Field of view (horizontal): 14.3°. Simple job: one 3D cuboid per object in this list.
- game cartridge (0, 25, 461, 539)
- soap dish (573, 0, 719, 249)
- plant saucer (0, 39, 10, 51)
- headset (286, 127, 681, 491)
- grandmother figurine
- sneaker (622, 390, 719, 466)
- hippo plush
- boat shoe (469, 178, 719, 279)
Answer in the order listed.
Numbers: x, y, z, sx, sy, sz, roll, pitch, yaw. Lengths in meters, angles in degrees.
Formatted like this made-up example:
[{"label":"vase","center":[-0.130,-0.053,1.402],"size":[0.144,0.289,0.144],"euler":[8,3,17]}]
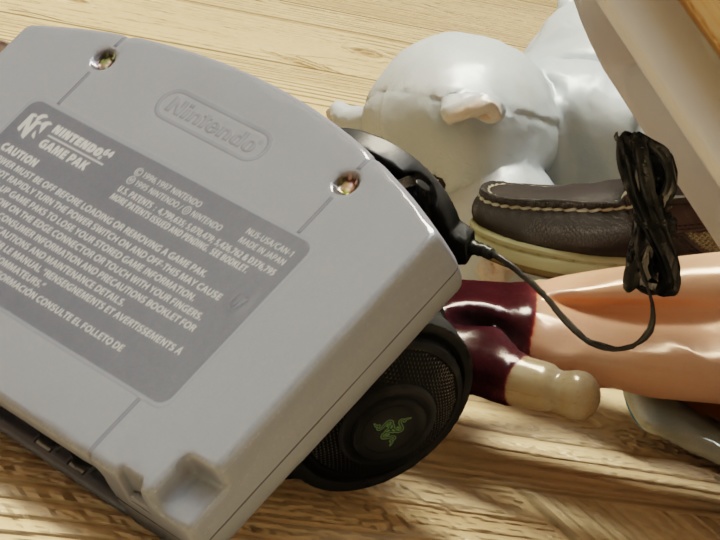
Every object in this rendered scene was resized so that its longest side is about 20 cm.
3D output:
[{"label":"game cartridge","center":[-0.068,-0.004,0.875],"size":[0.200,0.133,0.041],"euler":[29,-19,41]},{"label":"soap dish","center":[0.145,-0.032,0.872],"size":[0.200,0.081,0.157],"euler":[57,2,16]},{"label":"plant saucer","center":[-0.188,-0.068,1.071],"size":[0.199,0.032,0.200],"euler":[14,12,-3]},{"label":"headset","center":[0.000,0.000,0.896],"size":[0.199,0.094,0.124],"euler":[-4,44,3]},{"label":"grandmother figurine","center":[0.057,0.020,0.981],"size":[0.199,0.061,0.121],"euler":[2,4,-1]},{"label":"sneaker","center":[0.191,0.055,1.045],"size":[0.199,0.077,0.081],"euler":[10,18,14]},{"label":"hippo plush","center":[0.088,-0.052,1.149],"size":[0.160,0.201,0.159],"euler":[-9,3,-43]},{"label":"boat shoe","center":[0.135,-0.026,1.046],"size":[0.199,0.065,0.073],"euler":[4,12,18]}]
